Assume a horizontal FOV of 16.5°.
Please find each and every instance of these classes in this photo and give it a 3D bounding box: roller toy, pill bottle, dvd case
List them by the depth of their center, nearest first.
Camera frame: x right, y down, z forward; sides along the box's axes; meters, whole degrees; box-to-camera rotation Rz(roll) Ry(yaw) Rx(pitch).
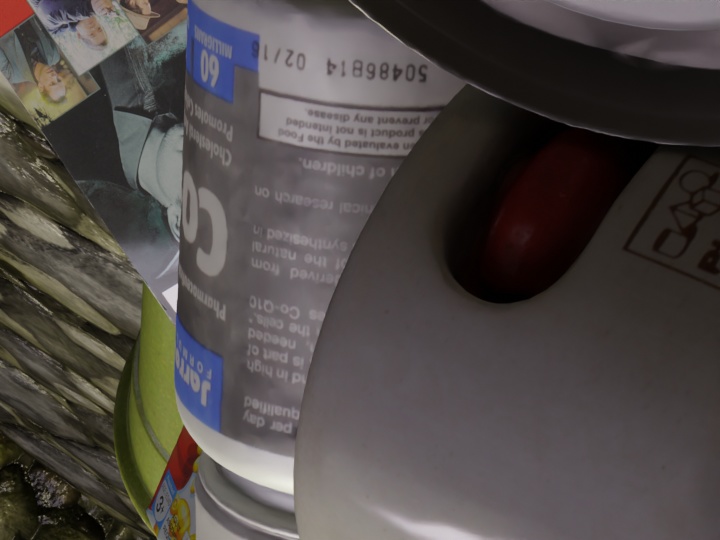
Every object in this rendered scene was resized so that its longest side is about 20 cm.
[{"bbox_3d":[0.083,0.037,0.654,0.140,0.183,0.200,23,-165,28],"label":"roller toy"},{"bbox_3d":[0.000,0.000,0.760,0.114,0.114,0.200,22,118,38],"label":"pill bottle"},{"bbox_3d":[-0.054,-0.082,0.828,0.146,0.022,0.200,-31,96,29],"label":"dvd case"}]

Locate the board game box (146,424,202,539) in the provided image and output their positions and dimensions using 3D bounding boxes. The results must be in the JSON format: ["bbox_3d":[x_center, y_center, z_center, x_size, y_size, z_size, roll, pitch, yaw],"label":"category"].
[{"bbox_3d":[0.012,0.047,0.934,0.105,0.200,0.103,12,-155,-26],"label":"board game box"}]

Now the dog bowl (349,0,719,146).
[{"bbox_3d":[0.063,-0.121,0.544,0.200,0.059,0.200,17,140,15],"label":"dog bowl"}]

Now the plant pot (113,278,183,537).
[{"bbox_3d":[-0.021,0.011,1.075,0.200,0.200,0.190,28,151,22],"label":"plant pot"}]
